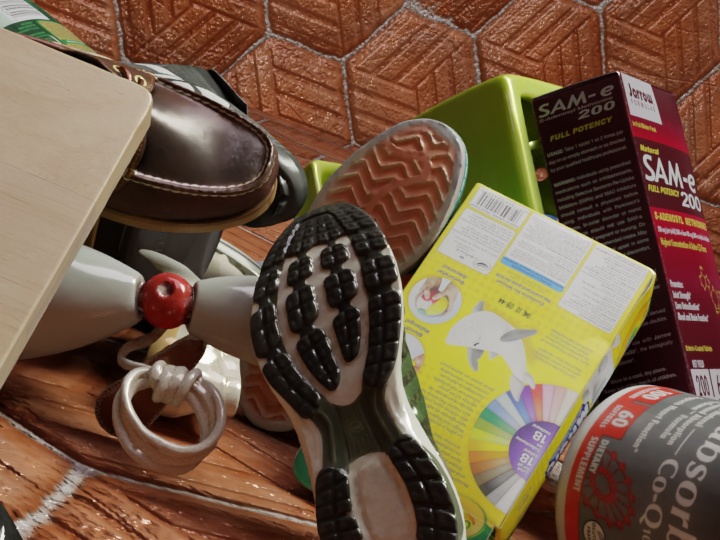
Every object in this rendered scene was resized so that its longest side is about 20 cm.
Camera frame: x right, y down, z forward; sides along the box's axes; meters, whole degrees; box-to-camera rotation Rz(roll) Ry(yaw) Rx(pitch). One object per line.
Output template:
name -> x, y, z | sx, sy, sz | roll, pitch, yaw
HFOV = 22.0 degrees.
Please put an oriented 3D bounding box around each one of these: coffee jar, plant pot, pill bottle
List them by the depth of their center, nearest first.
pill bottle -> 0.203, 0.130, 0.922 | 0.115, 0.117, 0.199 | 15, -2, -41
coffee jar -> -0.157, -0.071, 1.026 | 0.199, 0.105, 0.085 | 33, 25, 26
plant pot -> 0.075, 0.005, 1.172 | 0.180, 0.201, 0.199 | -16, -11, 27

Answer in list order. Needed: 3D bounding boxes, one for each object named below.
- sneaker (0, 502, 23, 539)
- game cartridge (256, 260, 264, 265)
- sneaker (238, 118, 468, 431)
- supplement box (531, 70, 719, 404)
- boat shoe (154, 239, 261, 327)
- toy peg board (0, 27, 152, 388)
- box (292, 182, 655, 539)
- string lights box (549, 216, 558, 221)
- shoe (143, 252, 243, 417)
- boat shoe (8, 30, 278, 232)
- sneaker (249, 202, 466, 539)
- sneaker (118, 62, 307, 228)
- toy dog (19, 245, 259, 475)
sneaker -> -0.091, 0.109, 0.495 | 0.198, 0.088, 0.074 | 18, 9, -29
game cartridge -> 0.021, 0.045, 1.424 | 0.199, 0.042, 0.133 | 15, 6, -41
sneaker -> 0.000, 0.000, 1.057 | 0.071, 0.201, 0.080 | 37, 14, 13
supplement box -> 0.166, -0.007, 1.088 | 0.060, 0.202, 0.109 | -17, -10, 26
boat shoe -> -0.128, -0.001, 1.191 | 0.198, 0.075, 0.062 | 19, 13, 19
toy peg board -> -0.221, -0.015, 0.810 | 0.198, 0.200, 0.098 | 22, -34, 4
box -> 0.060, 0.061, 0.981 | 0.117, 0.201, 0.049 | 27, -27, 18
string lights box -> 0.223, -0.103, 2.856 | 0.199, 0.060, 0.102 | 16, 9, -39
shoe -> -0.087, 0.038, 1.047 | 0.053, 0.071, 0.200 | 8, 18, -1
boat shoe -> -0.136, -0.073, 0.912 | 0.198, 0.071, 0.071 | 11, -32, -3
sneaker -> 0.002, 0.067, 0.869 | 0.076, 0.202, 0.089 | -16, -22, 8
sneaker -> -0.093, -0.084, 1.091 | 0.199, 0.067, 0.090 | 24, 28, 35
toy dog -> -0.133, 0.029, 0.918 | 0.199, 0.132, 0.097 | 28, -31, 8
